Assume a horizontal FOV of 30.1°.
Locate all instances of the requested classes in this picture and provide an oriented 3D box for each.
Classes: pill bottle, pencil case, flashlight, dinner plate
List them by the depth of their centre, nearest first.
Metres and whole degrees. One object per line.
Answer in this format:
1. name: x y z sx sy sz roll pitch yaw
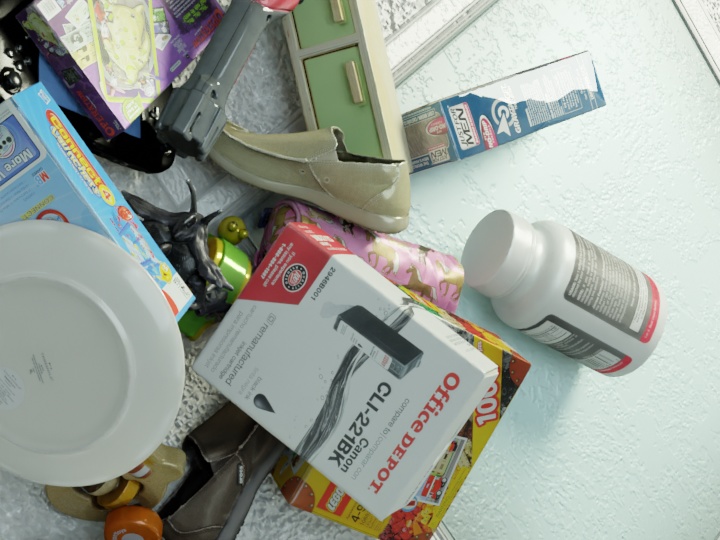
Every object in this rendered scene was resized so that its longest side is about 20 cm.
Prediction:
1. dinner plate: -0.223 0.064 0.956 0.202 0.198 0.024 64 17 -9
2. flashlight: -0.107 -0.188 1.131 0.068 0.067 0.202 39 70 -40
3. pencil case: 0.000 0.000 1.211 0.198 0.086 0.084 17 96 -30
4. pill bottle: 0.198 0.019 1.319 0.198 0.110 0.112 27 71 -27

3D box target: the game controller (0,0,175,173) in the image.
1. game controller: -0.223 -0.149 1.080 0.199 0.042 0.106 20 68 -51

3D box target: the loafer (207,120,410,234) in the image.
1. loafer: -0.043 -0.096 1.164 0.198 0.076 0.069 21 103 2

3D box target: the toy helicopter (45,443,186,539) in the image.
1. toy helicopter: -0.192 0.127 1.027 0.131 0.201 0.080 17 41 -16

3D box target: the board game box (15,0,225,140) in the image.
1. board game box: -0.189 -0.208 1.105 0.120 0.032 0.201 51 38 -16

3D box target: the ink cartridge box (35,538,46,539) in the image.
1. ink cartridge box: -0.154 0.251 1.019 0.160 0.199 0.051 26 72 -26

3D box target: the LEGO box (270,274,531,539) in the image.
1. LEGO box: 0.033 0.127 1.178 0.148 0.077 0.202 25 98 -27

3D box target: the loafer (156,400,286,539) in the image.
1. loafer: -0.111 0.151 1.132 0.071 0.073 0.202 35 67 -23

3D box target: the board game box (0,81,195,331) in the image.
1. board game box: -0.258 0.000 0.988 0.197 0.199 0.056 55 19 -10

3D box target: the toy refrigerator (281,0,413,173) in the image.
1. toy refrigerator: -0.016 -0.178 1.214 0.070 0.075 0.203 -16 94 -72

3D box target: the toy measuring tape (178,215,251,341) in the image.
1. toy measuring tape: -0.140 0.041 1.130 0.073 0.073 0.202 33 68 -25

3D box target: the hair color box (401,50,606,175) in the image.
1. hair color box: 0.132 -0.153 1.304 0.198 0.100 0.061 -23 96 -32

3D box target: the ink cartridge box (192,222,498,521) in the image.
1. ink cartridge box: -0.010 0.079 1.068 0.199 0.084 0.145 37 98 10

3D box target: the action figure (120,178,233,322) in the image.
1. action figure: -0.166 0.013 1.060 0.119 0.102 0.201 40 107 3
